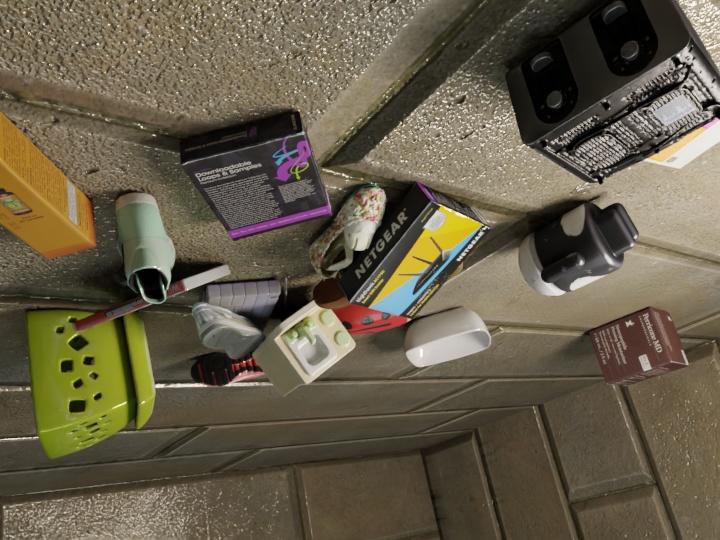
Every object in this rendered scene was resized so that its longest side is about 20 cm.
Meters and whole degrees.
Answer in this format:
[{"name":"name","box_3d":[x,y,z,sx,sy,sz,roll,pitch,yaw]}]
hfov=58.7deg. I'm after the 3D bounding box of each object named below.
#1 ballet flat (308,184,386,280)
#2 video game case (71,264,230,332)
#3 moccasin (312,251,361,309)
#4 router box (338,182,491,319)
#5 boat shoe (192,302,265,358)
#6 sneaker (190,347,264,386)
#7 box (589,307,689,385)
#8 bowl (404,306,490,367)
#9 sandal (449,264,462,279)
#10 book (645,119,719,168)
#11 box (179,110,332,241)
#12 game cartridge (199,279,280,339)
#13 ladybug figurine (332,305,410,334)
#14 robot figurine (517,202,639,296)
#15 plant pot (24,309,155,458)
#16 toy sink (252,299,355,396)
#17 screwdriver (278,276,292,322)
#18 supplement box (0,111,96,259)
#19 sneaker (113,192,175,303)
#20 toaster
[{"name":"ballet flat","box_3d":[-0.015,-0.047,0.941,0.075,0.065,0.200,1,153,-28]},{"name":"video game case","box_3d":[-0.310,0.040,0.964,0.197,0.018,0.143,-20,-176,16]},{"name":"moccasin","box_3d":[0.000,0.002,1.047,0.199,0.075,0.077,-25,152,25]},{"name":"router box","box_3d":[0.082,-0.022,0.968,0.148,0.051,0.201,16,122,-42]},{"name":"boat shoe","box_3d":[-0.226,0.103,1.111,0.074,0.065,0.202,-36,160,6]},{"name":"sneaker","box_3d":[-0.271,0.221,1.411,0.197,0.075,0.087,-8,158,-11]},{"name":"box","box_3d":[0.814,0.227,1.879,0.163,0.168,0.199,13,146,-45]},{"name":"bowl","box_3d":[0.200,0.152,1.500,0.197,0.076,0.200,-16,157,10]},{"name":"sandal","box_3d":[0.080,-0.001,1.115,0.198,0.055,0.080,-19,148,31]},{"name":"book","box_3d":[0.429,-0.199,0.852,0.198,0.049,0.133,4,149,-37]},{"name":"box","box_3d":[-0.119,-0.108,0.784,0.141,0.037,0.200,-14,158,1]},{"name":"game cartridge","box_3d":[-0.223,0.072,1.146,0.128,0.039,0.200,0,154,-19]},{"name":"ladybug figurine","box_3d":[0.026,0.075,1.232,0.197,0.073,0.136,-13,158,0]},{"name":"robot figurine","box_3d":[0.366,-0.034,1.092,0.149,0.127,0.199,20,141,-40]},{"name":"plant pot","box_3d":[-0.448,0.181,1.077,0.179,0.202,0.200,-8,157,-25]},{"name":"toy sink","box_3d":[-0.098,0.140,1.187,0.130,0.113,0.200,-35,175,-32]},{"name":"screwdriver","box_3d":[-0.139,0.051,1.154,0.029,0.028,0.201,16,155,6]},{"name":"supplement box","box_3d":[-0.354,-0.085,0.673,0.065,0.070,0.200,-13,159,-1]},{"name":"sneaker","box_3d":[-0.280,0.000,0.837,0.073,0.120,0.201,-9,158,-12]},{"name":"toaster","box_3d":[0.281,-0.193,0.689,0.180,0.120,0.198,-30,151,36]}]
